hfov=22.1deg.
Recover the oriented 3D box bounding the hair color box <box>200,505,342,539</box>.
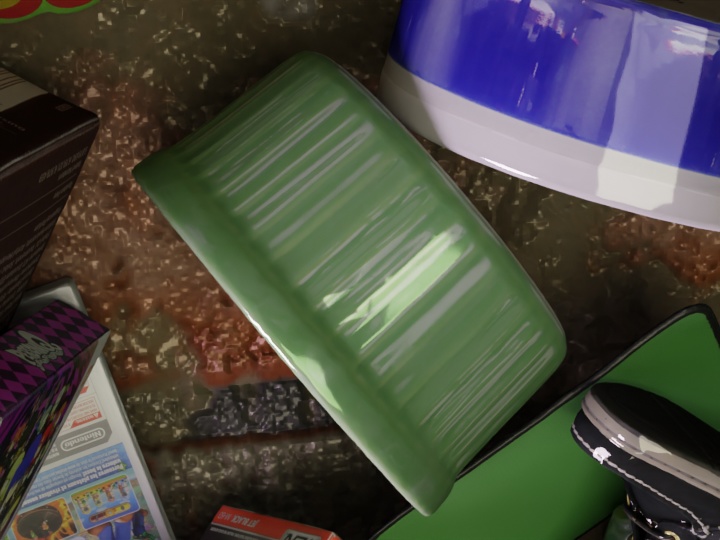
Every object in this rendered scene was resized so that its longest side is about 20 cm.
[{"bbox_3d":[0.010,0.201,0.910,0.200,0.111,0.064,42,69,-27],"label":"hair color box"}]

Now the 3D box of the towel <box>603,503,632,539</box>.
[{"bbox_3d":[0.208,0.217,1.002,0.198,0.048,0.173,9,105,-13],"label":"towel"}]

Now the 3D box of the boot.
[{"bbox_3d":[0.136,0.150,0.883,0.203,0.074,0.154,31,103,-41],"label":"boot"}]

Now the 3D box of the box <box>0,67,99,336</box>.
[{"bbox_3d":[-0.234,-0.003,0.761,0.165,0.164,0.201,26,103,0],"label":"box"}]

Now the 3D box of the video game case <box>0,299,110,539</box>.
[{"bbox_3d":[-0.179,0.111,0.786,0.036,0.200,0.182,28,98,0],"label":"video game case"}]

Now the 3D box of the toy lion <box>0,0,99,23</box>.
[{"bbox_3d":[-0.119,-0.185,0.751,0.190,0.069,0.201,-12,146,-7],"label":"toy lion"}]

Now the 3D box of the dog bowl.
[{"bbox_3d":[0.111,-0.084,0.793,0.198,0.200,0.079,12,105,-14],"label":"dog bowl"}]

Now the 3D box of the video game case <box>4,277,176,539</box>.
[{"bbox_3d":[-0.172,0.120,0.902,0.142,0.018,0.202,-20,105,-2],"label":"video game case"}]

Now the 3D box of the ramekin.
[{"bbox_3d":[0.000,0.000,0.810,0.098,0.200,0.200,-41,111,-2],"label":"ramekin"}]

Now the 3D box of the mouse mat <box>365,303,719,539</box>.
[{"bbox_3d":[0.101,0.101,0.908,0.199,0.008,0.161,-35,149,2],"label":"mouse mat"}]
